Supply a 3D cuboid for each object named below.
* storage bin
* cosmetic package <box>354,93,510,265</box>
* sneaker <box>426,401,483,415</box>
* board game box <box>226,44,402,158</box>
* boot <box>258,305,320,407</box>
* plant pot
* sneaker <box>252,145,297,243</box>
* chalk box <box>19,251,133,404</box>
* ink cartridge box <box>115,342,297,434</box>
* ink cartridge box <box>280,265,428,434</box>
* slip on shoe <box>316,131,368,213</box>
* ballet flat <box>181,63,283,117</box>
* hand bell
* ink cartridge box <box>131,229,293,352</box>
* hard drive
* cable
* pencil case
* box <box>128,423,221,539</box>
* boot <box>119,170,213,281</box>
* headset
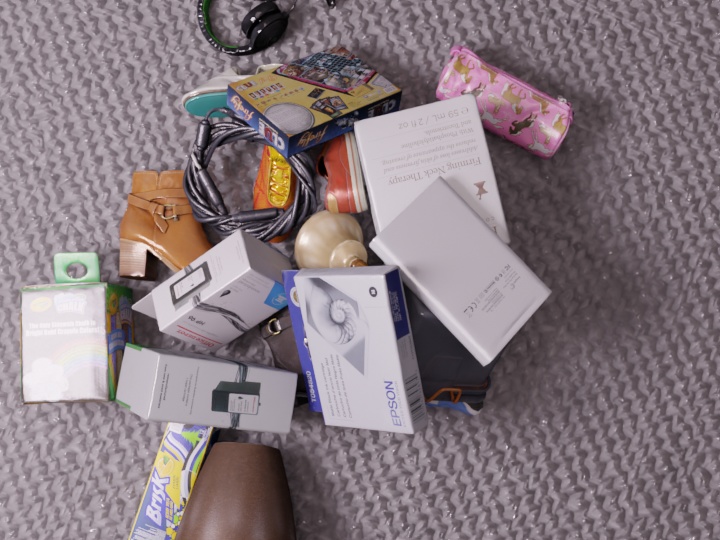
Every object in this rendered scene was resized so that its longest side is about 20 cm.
[{"bbox_3d":[0.104,0.084,1.198,0.197,0.135,0.147,7,43,-27],"label":"storage bin"},{"bbox_3d":[0.093,-0.106,1.256,0.165,0.166,0.203,-14,86,0],"label":"cosmetic package"},{"bbox_3d":[0.075,0.155,1.290,0.198,0.076,0.078,25,107,5],"label":"sneaker"},{"bbox_3d":[-0.061,-0.232,1.246,0.199,0.035,0.135,-27,55,-32],"label":"board game box"},{"bbox_3d":[-0.067,0.089,1.264,0.198,0.069,0.177,-16,86,31],"label":"boot"},{"bbox_3d":[-0.163,0.336,1.234,0.184,0.187,0.203,3,71,2],"label":"plant pot"},{"bbox_3d":[-0.117,-0.138,1.303,0.072,0.077,0.203,6,99,1],"label":"sneaker"},{"bbox_3d":[-0.386,0.078,1.274,0.122,0.124,0.203,-2,84,2],"label":"chalk box"},{"bbox_3d":[-0.200,0.154,1.214,0.198,0.146,0.084,13,85,-31],"label":"ink cartridge box"},{"bbox_3d":[-0.021,0.096,1.143,0.198,0.040,0.203,-2,104,41],"label":"ink cartridge box"},{"bbox_3d":[-0.033,-0.156,1.273,0.060,0.075,0.202,-12,51,2],"label":"slip on shoe"},{"bbox_3d":[-0.157,-0.261,1.331,0.197,0.069,0.071,-5,85,-3],"label":"ballet flat"},{"bbox_3d":[0.000,0.000,1.184,0.103,0.200,0.106,-10,114,-24],"label":"hand bell"},{"bbox_3d":[-0.194,0.041,1.242,0.199,0.116,0.068,-33,56,19],"label":"ink cartridge box"},{"bbox_3d":[0.123,-0.002,1.130,0.200,0.026,0.132,46,65,3],"label":"hard drive"},{"bbox_3d":[-0.149,-0.118,1.247,0.198,0.051,0.165,27,98,11],"label":"cable"},{"bbox_3d":[0.201,-0.237,1.306,0.198,0.083,0.087,28,87,4],"label":"pencil case"},{"bbox_3d":[-0.256,0.297,1.278,0.063,0.070,0.203,19,86,4],"label":"box"},{"bbox_3d":[-0.242,-0.060,1.314,0.197,0.077,0.158,4,81,9],"label":"boot"},{"bbox_3d":[-0.136,-0.381,1.343,0.197,0.094,0.126,-10,89,16],"label":"headset"}]
